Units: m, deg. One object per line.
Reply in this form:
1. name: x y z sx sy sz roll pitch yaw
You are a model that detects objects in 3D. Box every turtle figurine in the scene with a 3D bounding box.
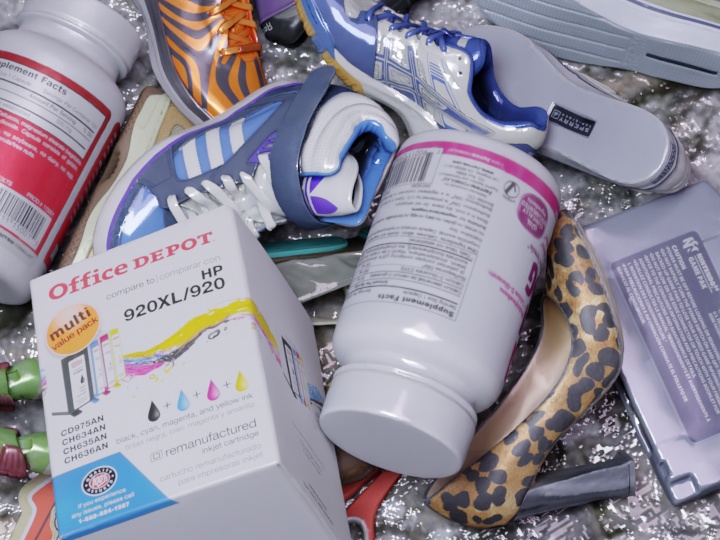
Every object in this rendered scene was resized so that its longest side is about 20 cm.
1. turtle figurine: -0.281 0.116 1.663 0.193 0.144 0.201 2 108 -24

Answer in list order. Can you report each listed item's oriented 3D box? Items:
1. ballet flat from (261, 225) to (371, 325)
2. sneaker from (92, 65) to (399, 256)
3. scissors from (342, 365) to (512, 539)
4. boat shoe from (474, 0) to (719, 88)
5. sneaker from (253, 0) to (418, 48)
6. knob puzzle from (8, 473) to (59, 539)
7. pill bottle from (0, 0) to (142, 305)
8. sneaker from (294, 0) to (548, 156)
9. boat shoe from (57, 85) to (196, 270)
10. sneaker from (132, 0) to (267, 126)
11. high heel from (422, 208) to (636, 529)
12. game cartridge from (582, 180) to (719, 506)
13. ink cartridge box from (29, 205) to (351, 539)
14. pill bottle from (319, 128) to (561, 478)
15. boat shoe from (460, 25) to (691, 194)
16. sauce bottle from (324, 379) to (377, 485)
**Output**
1. ballet flat: 0.000 0.000 1.730 0.199 0.067 0.064 -12 102 -12
2. sneaker: -0.066 -0.051 1.657 0.200 0.146 0.081 -38 120 -19
3. scissors: 0.018 0.122 1.710 0.073 0.014 0.200 35 76 12
4. boat shoe: 0.178 -0.183 1.793 0.199 0.072 0.062 17 58 -6
5. sneaker: 0.024 -0.202 1.794 0.199 0.076 0.088 -10 82 3
6. knob puzzle: -0.137 0.183 1.671 0.219 0.030 0.220 -1 70 3
7. pill bottle: -0.228 -0.087 1.720 0.112 0.112 0.200 24 73 6
8. sneaker: 0.044 -0.143 1.716 0.200 0.088 0.075 45 32 -6
9. boat shoe: -0.151 -0.027 1.729 0.076 0.072 0.201 25 73 -6
10. sneaker: -0.093 -0.184 1.745 0.077 0.112 0.200 -15 73 -53
11. high heel: 0.100 0.067 1.678 0.142 0.071 0.201 -10 96 -10
12. game cartridge: 0.231 0.045 1.730 0.133 0.041 0.201 -21 74 -5
13. ink cartridge box: -0.106 0.094 1.595 0.147 0.145 0.200 -20 52 9
14. pill bottle: 0.049 0.022 1.623 0.113 0.113 0.201 18 67 4
15. boat shoe: 0.143 -0.106 1.760 0.200 0.070 0.071 28 91 32
16. sauce bottle: 0.003 0.093 1.685 0.065 0.065 0.200 42 71 11
